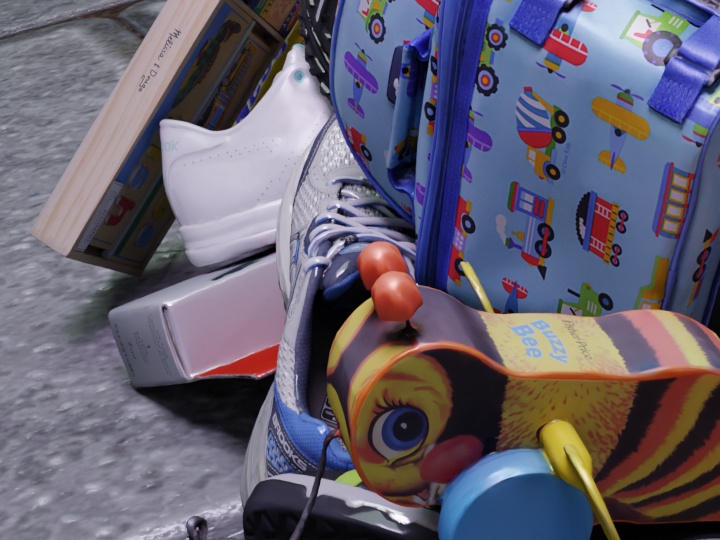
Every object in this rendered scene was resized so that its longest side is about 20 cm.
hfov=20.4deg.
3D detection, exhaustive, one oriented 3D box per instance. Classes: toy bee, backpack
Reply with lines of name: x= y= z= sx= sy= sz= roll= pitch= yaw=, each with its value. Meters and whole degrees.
toy bee: x=0.036 y=0.043 z=0.594 sx=0.199 sy=0.110 sz=0.131 roll=-22 pitch=37 yaw=-28
backpack: x=0.069 y=-0.069 z=0.729 sx=0.199 sy=0.184 sz=0.134 roll=34 pitch=45 yaw=24

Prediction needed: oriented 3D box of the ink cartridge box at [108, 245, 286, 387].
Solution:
ink cartridge box: x=0.000 y=0.000 z=0.923 sx=0.199 sy=0.044 sz=0.173 roll=-21 pitch=3 yaw=-23

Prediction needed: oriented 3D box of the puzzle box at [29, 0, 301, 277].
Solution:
puzzle box: x=-0.091 y=-0.091 z=1.040 sx=0.025 sy=0.201 sz=0.133 roll=32 pitch=2 yaw=11

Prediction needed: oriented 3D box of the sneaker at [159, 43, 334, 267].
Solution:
sneaker: x=-0.003 y=-0.073 z=0.981 sx=0.198 sy=0.089 sz=0.075 roll=-19 pitch=2 yaw=-2

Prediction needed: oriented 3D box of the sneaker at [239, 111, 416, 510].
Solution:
sneaker: x=0.004 y=0.009 z=0.787 sx=0.076 sy=0.085 sz=0.202 roll=10 pitch=59 yaw=-8

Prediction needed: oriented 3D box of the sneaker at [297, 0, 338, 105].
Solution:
sneaker: x=0.045 y=-0.092 z=0.932 sx=0.079 sy=0.074 sz=0.200 roll=-17 pitch=52 yaw=-45

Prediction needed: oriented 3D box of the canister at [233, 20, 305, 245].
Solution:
canister: x=-0.010 y=-0.099 z=1.112 sx=0.086 sy=0.149 sz=0.200 roll=30 pitch=15 yaw=-19

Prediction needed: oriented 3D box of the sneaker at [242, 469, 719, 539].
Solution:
sneaker: x=0.059 y=0.099 z=0.676 sx=0.198 sy=0.072 sz=0.083 roll=10 pitch=32 yaw=22
